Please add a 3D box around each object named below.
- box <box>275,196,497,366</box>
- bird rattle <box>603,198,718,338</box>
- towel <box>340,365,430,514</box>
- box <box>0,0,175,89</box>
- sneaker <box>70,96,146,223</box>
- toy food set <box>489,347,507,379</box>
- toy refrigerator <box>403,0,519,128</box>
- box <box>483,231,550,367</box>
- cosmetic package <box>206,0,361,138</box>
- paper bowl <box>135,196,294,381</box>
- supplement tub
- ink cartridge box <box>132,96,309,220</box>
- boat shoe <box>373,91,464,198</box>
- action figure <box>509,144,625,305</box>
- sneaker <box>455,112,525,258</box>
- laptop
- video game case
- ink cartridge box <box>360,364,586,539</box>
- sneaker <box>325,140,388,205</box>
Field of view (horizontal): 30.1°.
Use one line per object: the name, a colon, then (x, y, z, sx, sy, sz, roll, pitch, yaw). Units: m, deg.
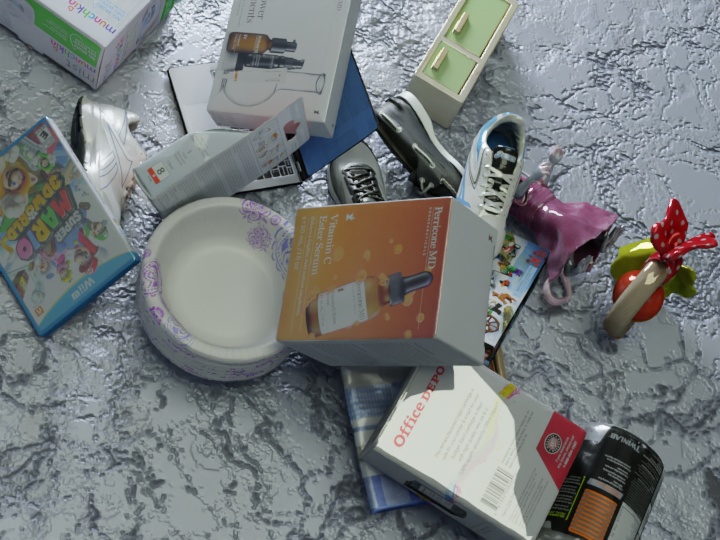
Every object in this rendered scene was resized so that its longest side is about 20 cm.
box: (0.029, 0.015, 1.411, 0.106, 0.199, 0.153, 30, 63, -51)
bird rattle: (0.361, 0.016, 1.633, 0.112, 0.200, 0.163, 39, 83, 5)
towel: (0.059, 0.163, 1.502, 0.146, 0.024, 0.201, -6, 73, -17)
box: (-0.349, -0.353, 1.639, 0.199, 0.097, 0.177, 36, 57, 1)
sneaker: (-0.288, -0.114, 1.552, 0.086, 0.075, 0.201, 3, 64, -22)
toy food set: (0.114, 0.098, 1.578, 0.142, 0.060, 0.201, 1, 64, -18)
toy refrigerator: (0.134, -0.293, 1.778, 0.076, 0.070, 0.201, 31, 59, -1)
box: (0.126, 0.016, 1.570, 0.136, 0.038, 0.200, 25, 42, 11)
cosmetic package: (-0.089, -0.267, 1.613, 0.150, 0.052, 0.201, 8, 74, 12)
paper bowl: (-0.153, 0.028, 1.502, 0.199, 0.104, 0.202, 8, 62, -15)
supplement tub: (0.253, 0.281, 1.493, 0.122, 0.123, 0.201, 32, 59, 0)
ink cartridge box: (-0.154, -0.132, 1.514, 0.200, 0.162, 0.050, -37, 80, -6)
boat shoe: (0.082, -0.129, 1.680, 0.060, 0.076, 0.201, -29, 74, -19)
action figure: (0.229, -0.074, 1.700, 0.200, 0.150, 0.134, 37, 24, 23)
sneaker: (0.157, -0.104, 1.605, 0.071, 0.073, 0.201, 17, 61, -7)
laptop: (-0.110, -0.209, 1.630, 0.199, 0.116, 0.188, -11, 67, -22)
video game case: (-0.348, -0.049, 1.479, 0.143, 0.018, 0.201, -37, 76, 10)
ink cartridge box: (0.122, 0.190, 1.451, 0.199, 0.086, 0.148, 32, 69, 0)
sneaker: (0.007, -0.082, 1.625, 0.073, 0.079, 0.201, -2, 64, -17)
